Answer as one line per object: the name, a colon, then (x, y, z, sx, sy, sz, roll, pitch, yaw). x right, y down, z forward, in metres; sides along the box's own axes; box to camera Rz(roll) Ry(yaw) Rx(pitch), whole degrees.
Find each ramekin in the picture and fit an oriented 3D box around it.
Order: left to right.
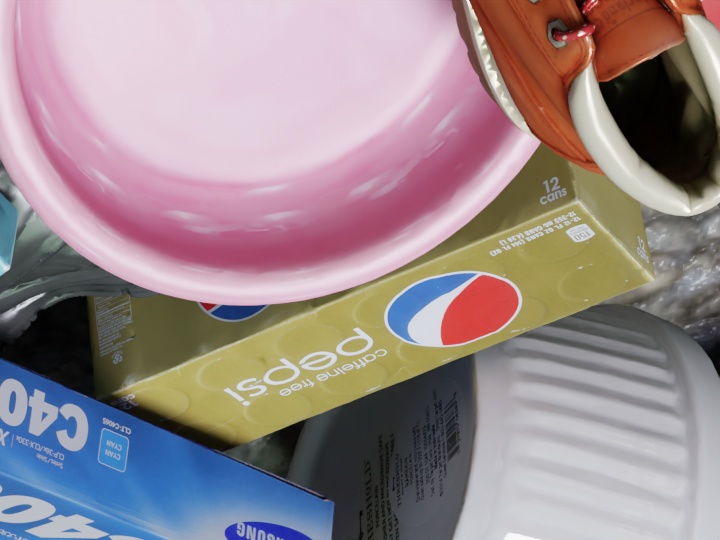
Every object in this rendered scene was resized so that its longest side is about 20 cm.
ramekin: (0.047, 0.099, 1.045, 0.105, 0.200, 0.200, 19, 125, -24)

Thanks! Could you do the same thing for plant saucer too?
plant saucer: (-0.026, -0.088, 0.815, 0.200, 0.051, 0.201, -11, 122, -18)

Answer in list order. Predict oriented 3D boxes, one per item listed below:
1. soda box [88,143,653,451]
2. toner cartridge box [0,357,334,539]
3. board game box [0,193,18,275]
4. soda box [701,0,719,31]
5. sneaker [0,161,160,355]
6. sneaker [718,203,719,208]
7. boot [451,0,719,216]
soda box: (0.000, 0.000, 0.969, 0.199, 0.064, 0.068, -22, 146, 21)
toner cartridge box: (-0.112, 0.082, 0.967, 0.095, 0.043, 0.200, -18, 146, 41)
board game box: (-0.238, -0.008, 0.873, 0.200, 0.047, 0.151, -34, 114, 13)
soda box: (0.080, -0.117, 0.927, 0.199, 0.064, 0.068, 7, 130, -30)
sneaker: (-0.109, -0.031, 0.931, 0.200, 0.076, 0.091, -28, 131, 1)
sneaker: (0.217, -0.043, 1.055, 0.121, 0.084, 0.200, -29, 138, 21)
boot: (0.054, -0.105, 0.746, 0.075, 0.107, 0.200, -31, 123, -3)
